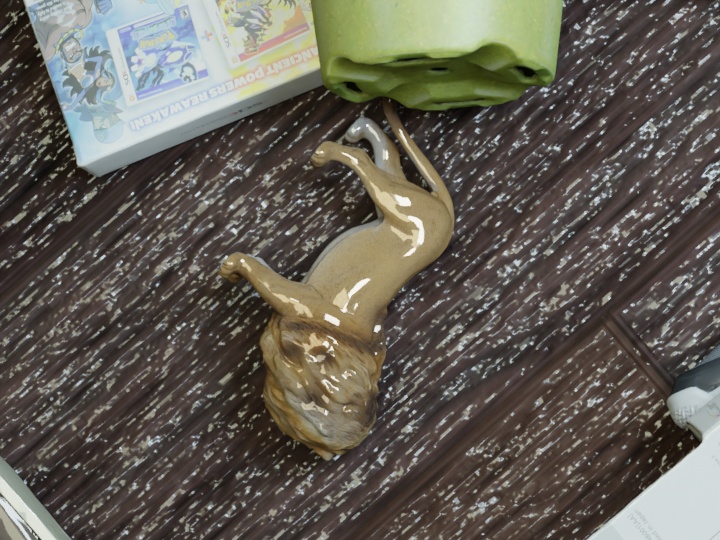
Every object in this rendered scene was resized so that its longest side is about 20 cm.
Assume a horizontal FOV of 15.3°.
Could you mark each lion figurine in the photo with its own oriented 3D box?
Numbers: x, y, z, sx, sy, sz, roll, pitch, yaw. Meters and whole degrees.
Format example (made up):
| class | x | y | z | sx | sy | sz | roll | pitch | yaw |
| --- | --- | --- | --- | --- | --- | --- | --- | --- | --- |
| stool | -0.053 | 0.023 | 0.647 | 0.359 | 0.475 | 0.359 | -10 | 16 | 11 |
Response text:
| class | x | y | z | sx | sy | sz | roll | pitch | yaw |
| --- | --- | --- | --- | --- | --- | --- | --- | --- | --- |
| lion figurine | 0.000 | 0.000 | 1.544 | 0.122 | 0.072 | 0.200 | 37 | 86 | 6 |

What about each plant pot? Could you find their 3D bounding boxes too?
| class | x | y | z | sx | sy | sz | roll | pitch | yaw |
| --- | --- | --- | --- | --- | --- | --- | --- | --- | --- |
| plant pot | 0.042 | -0.192 | 1.494 | 0.199 | 0.200 | 0.186 | -3 | 79 | 10 |

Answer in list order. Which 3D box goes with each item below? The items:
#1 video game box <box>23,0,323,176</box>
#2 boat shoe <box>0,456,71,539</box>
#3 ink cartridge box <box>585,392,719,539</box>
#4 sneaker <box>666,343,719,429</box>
| class | x | y | z | sx | sy | sz | roll | pitch | yaw |
| --- | --- | --- | --- | --- | --- | --- | --- | --- | --- |
| video game box | -0.101 | -0.177 | 1.601 | 0.199 | 0.047 | 0.183 | -21 | 76 | 7 |
| boat shoe | -0.207 | 0.155 | 1.560 | 0.060 | 0.072 | 0.200 | -45 | 82 | -2 |
| ink cartridge box | 0.241 | 0.156 | 1.445 | 0.176 | 0.045 | 0.200 | -39 | 102 | 2 |
| sneaker | 0.242 | 0.002 | 1.497 | 0.199 | 0.076 | 0.114 | -29 | 77 | -1 |
